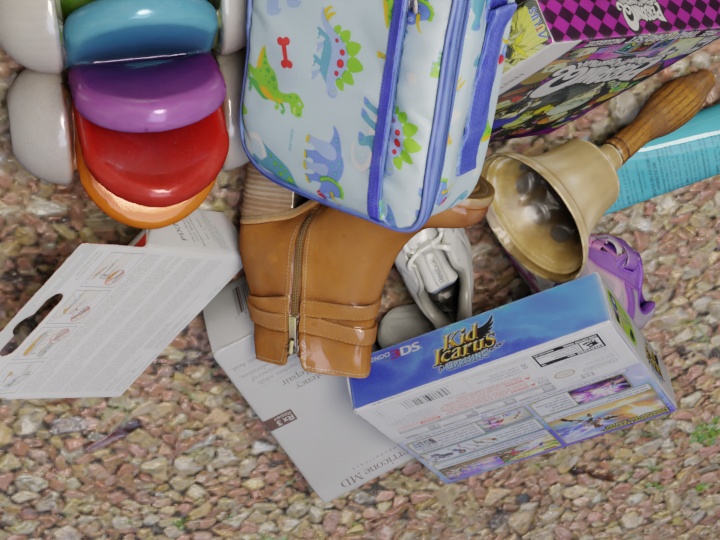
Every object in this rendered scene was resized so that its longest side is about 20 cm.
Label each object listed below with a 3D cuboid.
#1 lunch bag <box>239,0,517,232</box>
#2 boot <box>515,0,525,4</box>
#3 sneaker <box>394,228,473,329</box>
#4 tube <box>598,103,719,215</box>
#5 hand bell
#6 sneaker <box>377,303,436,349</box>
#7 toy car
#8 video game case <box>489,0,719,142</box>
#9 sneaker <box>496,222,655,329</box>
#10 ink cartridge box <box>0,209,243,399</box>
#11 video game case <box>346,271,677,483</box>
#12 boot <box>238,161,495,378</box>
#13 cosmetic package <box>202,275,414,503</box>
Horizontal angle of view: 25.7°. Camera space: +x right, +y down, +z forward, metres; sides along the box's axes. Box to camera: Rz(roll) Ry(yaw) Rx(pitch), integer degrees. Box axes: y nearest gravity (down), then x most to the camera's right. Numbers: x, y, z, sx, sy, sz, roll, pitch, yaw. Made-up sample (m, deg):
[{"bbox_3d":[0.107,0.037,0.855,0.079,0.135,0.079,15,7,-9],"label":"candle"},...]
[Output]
[{"bbox_3d":[0.009,-0.133,0.936,0.082,0.160,0.202,-29,137,-48],"label":"lunch bag"},{"bbox_3d":[0.048,-0.177,1.066,0.198,0.070,0.132,20,123,-16],"label":"boot"},{"bbox_3d":[0.045,-0.036,1.153,0.074,0.087,0.201,-25,129,6],"label":"sneaker"},{"bbox_3d":[0.252,-0.092,1.202,0.198,0.051,0.078,-20,133,5],"label":"tube"},{"bbox_3d":[0.189,-0.088,1.140,0.199,0.104,0.105,-36,136,-26],"label":"hand bell"},{"bbox_3d":[0.091,0.090,1.277,0.198,0.077,0.082,18,128,-27],"label":"sneaker"},{"bbox_3d":[-0.136,-0.117,0.992,0.173,0.151,0.201,-7,129,-11],"label":"toy car"},{"bbox_3d":[0.119,-0.129,1.031,0.199,0.036,0.181,-12,169,-44],"label":"video game case"},{"bbox_3d":[0.173,-0.002,1.232,0.088,0.081,0.200,-35,134,3],"label":"sneaker"},{"bbox_3d":[-0.186,0.022,1.093,0.163,0.057,0.199,-45,155,19],"label":"ink cartridge box"},{"bbox_3d":[0.116,0.086,1.175,0.198,0.046,0.181,-20,148,17],"label":"video game case"},{"bbox_3d":[0.000,0.000,1.073,0.198,0.077,0.157,6,103,26],"label":"boot"},{"bbox_3d":[-0.034,0.083,1.232,0.101,0.074,0.201,-28,128,7],"label":"cosmetic package"}]
